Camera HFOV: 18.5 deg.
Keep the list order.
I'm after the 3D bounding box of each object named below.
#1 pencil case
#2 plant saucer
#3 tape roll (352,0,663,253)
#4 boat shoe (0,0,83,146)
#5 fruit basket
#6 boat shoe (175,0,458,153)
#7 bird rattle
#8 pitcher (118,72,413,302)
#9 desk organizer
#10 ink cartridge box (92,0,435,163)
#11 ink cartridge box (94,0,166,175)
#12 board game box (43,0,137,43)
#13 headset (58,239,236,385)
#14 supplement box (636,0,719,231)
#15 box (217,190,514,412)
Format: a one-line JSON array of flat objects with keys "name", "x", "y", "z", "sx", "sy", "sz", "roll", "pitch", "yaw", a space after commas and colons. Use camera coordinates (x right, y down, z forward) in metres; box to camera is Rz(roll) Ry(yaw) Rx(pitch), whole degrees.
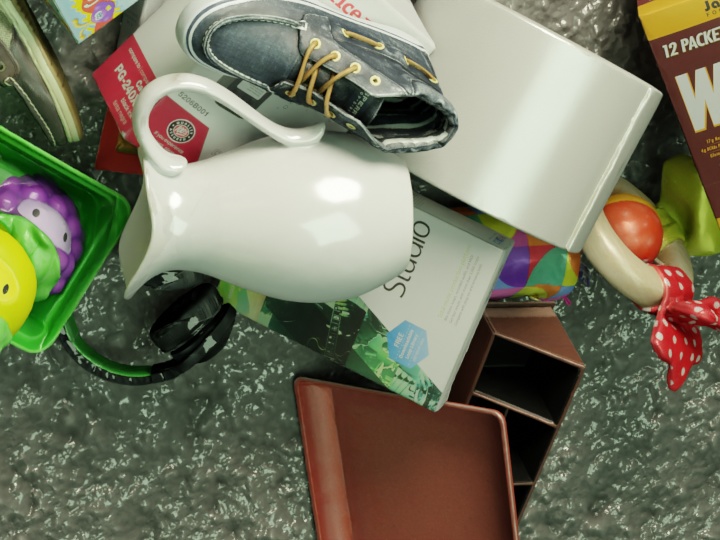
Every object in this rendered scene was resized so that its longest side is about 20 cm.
[{"name": "pencil case", "x": 0.083, "y": -0.008, "z": 1.775, "sx": 0.199, "sy": 0.088, "sz": 0.089, "roll": -2, "pitch": 110, "yaw": -21}, {"name": "plant saucer", "x": 0.048, "y": 0.181, "z": 1.786, "sx": 0.037, "sy": 0.199, "sz": 0.200, "roll": -34, "pitch": 124, "yaw": -47}, {"name": "tape roll", "x": 0.110, "y": -0.120, "z": 1.677, "sx": 0.202, "sy": 0.203, "sz": 0.140, "roll": 24, "pitch": 97, "yaw": -29}, {"name": "boat shoe", "x": -0.263, "y": -0.170, "z": 1.573, "sx": 0.066, "sy": 0.072, "sz": 0.201, "roll": -27, "pitch": 117, "yaw": -2}, {"name": "fruit basket", "x": -0.271, "y": -0.022, "z": 1.546, "sx": 0.215, "sy": 0.216, "sz": 0.156, "roll": 30, "pitch": 95, "yaw": -30}, {"name": "boat shoe", "x": -0.024, "y": -0.137, "z": 1.510, "sx": 0.200, "sy": 0.091, "sz": 0.071, "roll": 9, "pitch": 123, "yaw": -31}, {"name": "bird rattle", "x": 0.225, "y": -0.008, "z": 1.777, "sx": 0.163, "sy": 0.200, "sz": 0.113, "roll": 33, "pitch": 131, "yaw": -20}, {"name": "pitcher", "x": -0.065, "y": -0.059, "z": 1.547, "sx": 0.199, "sy": 0.121, "sz": 0.172, "roll": 0, "pitch": 125, "yaw": -11}, {"name": "desk organizer", "x": 0.110, "y": 0.125, "z": 1.800, "sx": 0.071, "sy": 0.077, "sz": 0.200, "roll": 0, "pitch": 130, "yaw": -24}, {"name": "ink cartridge box", "x": -0.068, "y": -0.153, "z": 1.598, "sx": 0.200, "sy": 0.083, "sz": 0.145, "roll": -42, "pitch": 134, "yaw": 13}, {"name": "ink cartridge box", "x": -0.101, "y": -0.156, "z": 1.659, "sx": 0.160, "sy": 0.050, "sz": 0.201, "roll": 7, "pitch": 104, "yaw": -26}, {"name": "board game box", "x": -0.157, "y": -0.273, "z": 1.537, "sx": 0.200, "sy": 0.105, "sz": 0.103, "roll": -38, "pitch": 155, "yaw": -7}, {"name": "headset", "x": -0.135, "y": 0.018, "z": 1.666, "sx": 0.199, "sy": 0.094, "sz": 0.124, "roll": -19, "pitch": 106, "yaw": 4}, {"name": "supplement box", "x": 0.304, "y": -0.171, "z": 1.722, "sx": 0.132, "sy": 0.197, "sz": 0.200, "roll": -19, "pitch": 116, "yaw": 13}, {"name": "box", "x": 0.000, "y": 0.000, "z": 1.689, "sx": 0.199, "sy": 0.036, "sz": 0.145, "roll": 26, "pitch": 111, "yaw": 12}]
